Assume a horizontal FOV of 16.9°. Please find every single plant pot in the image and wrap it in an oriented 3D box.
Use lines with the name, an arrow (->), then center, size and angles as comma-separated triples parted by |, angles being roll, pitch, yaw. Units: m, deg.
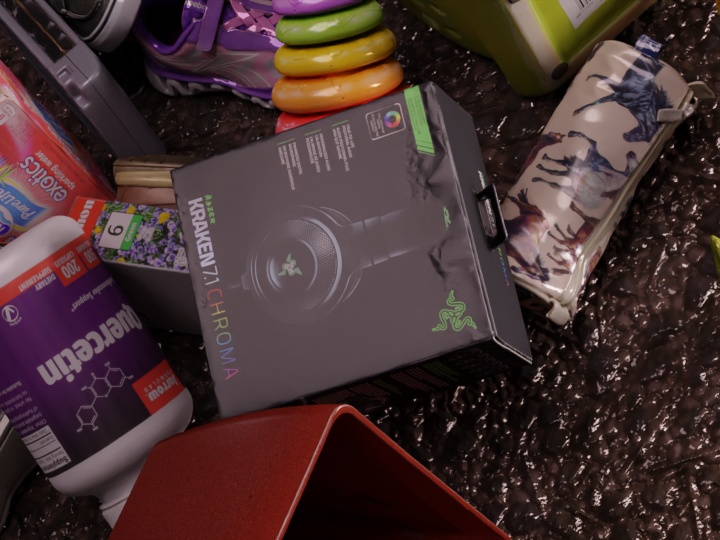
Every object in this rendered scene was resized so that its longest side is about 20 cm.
plant pot -> -0.056, 0.202, 1.491 | 0.176, 0.200, 0.201 | 7, 64, 44
plant pot -> 0.113, -0.250, 1.666 | 0.200, 0.199, 0.182 | -42, 58, -2

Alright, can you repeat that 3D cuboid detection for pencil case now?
pencil case -> 0.149, -0.058, 1.600 | 0.089, 0.078, 0.201 | 15, 69, 48

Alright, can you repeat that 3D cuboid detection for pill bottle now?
pill bottle -> -0.188, 0.071, 1.625 | 0.112, 0.112, 0.201 | -33, 95, 5

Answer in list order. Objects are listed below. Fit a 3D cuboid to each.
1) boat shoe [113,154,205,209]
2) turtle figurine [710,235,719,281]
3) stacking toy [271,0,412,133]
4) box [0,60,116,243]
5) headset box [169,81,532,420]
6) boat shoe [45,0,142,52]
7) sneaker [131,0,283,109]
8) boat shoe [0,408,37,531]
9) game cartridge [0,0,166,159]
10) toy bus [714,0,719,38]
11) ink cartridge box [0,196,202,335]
boat shoe -> -0.083, -0.042, 1.725 | 0.199, 0.072, 0.068 | 6, 99, 20
turtle figurine -> 0.303, -0.016, 1.504 | 0.160, 0.065, 0.201 | -17, 41, 0
stacking toy -> -0.021, -0.168, 1.666 | 0.115, 0.201, 0.110 | -8, 16, 10
box -> -0.258, -0.072, 1.741 | 0.102, 0.200, 0.095 | -39, 53, 2
headset box -> 0.000, -0.004, 1.532 | 0.199, 0.093, 0.175 | -17, 73, 16
boat shoe -> -0.218, -0.215, 1.839 | 0.072, 0.071, 0.200 | -66, 24, 2
sneaker -> -0.089, -0.174, 1.787 | 0.199, 0.089, 0.081 | 4, 62, 28
boat shoe -> -0.258, 0.123, 1.710 | 0.060, 0.074, 0.201 | 29, 86, 32
game cartridge -> -0.221, -0.154, 1.813 | 0.042, 0.133, 0.200 | -43, 52, -2
toy bus -> 0.281, -0.151, 1.569 | 0.078, 0.065, 0.201 | -10, 37, 1
ink cartridge box -> -0.156, -0.004, 1.705 | 0.199, 0.109, 0.051 | 9, 66, 31
